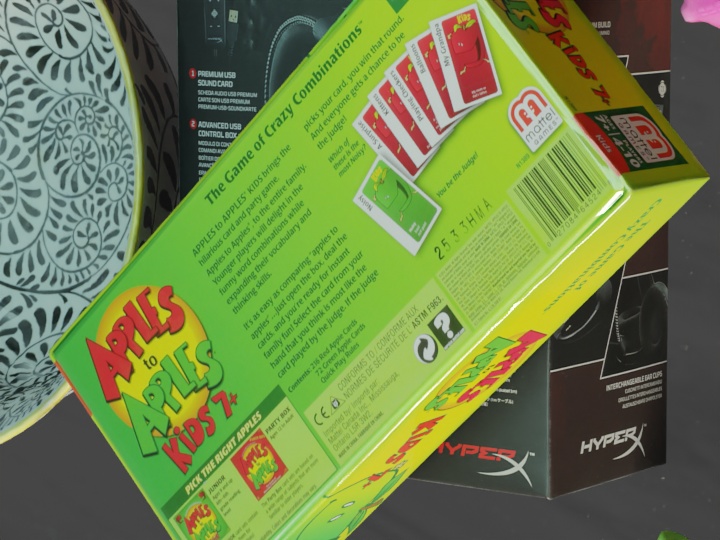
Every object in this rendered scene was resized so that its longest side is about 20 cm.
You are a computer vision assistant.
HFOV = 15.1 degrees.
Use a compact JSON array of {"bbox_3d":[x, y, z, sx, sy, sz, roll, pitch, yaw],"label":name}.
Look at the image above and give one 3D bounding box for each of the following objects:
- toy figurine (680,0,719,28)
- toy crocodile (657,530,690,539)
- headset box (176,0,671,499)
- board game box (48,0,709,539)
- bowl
[{"bbox_3d":[0.130,-0.108,0.734,0.200,0.184,0.151,22,103,34],"label":"toy figurine"},{"bbox_3d":[0.158,0.140,0.797,0.200,0.062,0.068,30,108,37],"label":"toy crocodile"},{"bbox_3d":[0.019,-0.038,0.870,0.148,0.077,0.201,4,97,36],"label":"headset box"},{"bbox_3d":[0.000,0.000,0.812,0.200,0.048,0.102,-47,69,31],"label":"board game box"},{"bbox_3d":[-0.126,-0.035,0.973,0.200,0.094,0.202,0,90,35],"label":"bowl"}]
